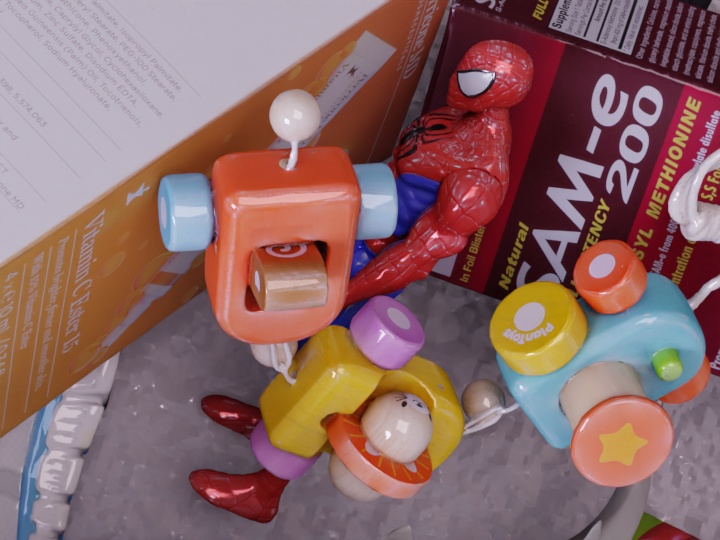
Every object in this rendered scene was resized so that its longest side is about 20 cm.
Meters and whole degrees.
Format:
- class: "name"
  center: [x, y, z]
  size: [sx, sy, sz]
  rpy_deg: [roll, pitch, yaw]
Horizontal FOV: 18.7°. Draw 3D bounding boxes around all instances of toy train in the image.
- class: "toy train"
  center: [0.035, 0.018, 0.673]
  size: [0.199, 0.151, 0.056]
  rpy_deg: [-1, 43, -17]

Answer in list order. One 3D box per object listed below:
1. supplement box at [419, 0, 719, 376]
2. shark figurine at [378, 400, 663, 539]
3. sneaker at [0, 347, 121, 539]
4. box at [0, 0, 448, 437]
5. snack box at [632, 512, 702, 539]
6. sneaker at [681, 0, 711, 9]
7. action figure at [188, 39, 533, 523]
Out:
- class: "supplement box"
  center: [0.117, -0.028, 0.756]
  size: [0.199, 0.061, 0.109]
  rpy_deg: [19, 125, 5]
- class: "shark figurine"
  center: [0.033, 0.101, 0.755]
  size: [0.214, 0.128, 0.090]
  rpy_deg: [-22, 136, -10]
- class: "sneaker"
  center: [-0.140, 0.081, 0.754]
  size: [0.086, 0.075, 0.201]
  rpy_deg: [15, 75, -7]
- class: "box"
  center: [-0.078, -0.052, 0.706]
  size: [0.200, 0.125, 0.097]
  rpy_deg: [-37, 74, -28]
- class: "snack box"
  center: [0.066, 0.176, 0.756]
  size: [0.200, 0.142, 0.053]
  rpy_deg: [-38, 109, -13]
- class: "sneaker"
  center: [0.099, -0.137, 0.835]
  size: [0.083, 0.072, 0.201]
  rpy_deg: [12, 82, -43]
- class: "action figure"
  center: [0.000, 0.000, 0.731]
  size: [0.052, 0.066, 0.200]
  rpy_deg: [30, 123, -12]
